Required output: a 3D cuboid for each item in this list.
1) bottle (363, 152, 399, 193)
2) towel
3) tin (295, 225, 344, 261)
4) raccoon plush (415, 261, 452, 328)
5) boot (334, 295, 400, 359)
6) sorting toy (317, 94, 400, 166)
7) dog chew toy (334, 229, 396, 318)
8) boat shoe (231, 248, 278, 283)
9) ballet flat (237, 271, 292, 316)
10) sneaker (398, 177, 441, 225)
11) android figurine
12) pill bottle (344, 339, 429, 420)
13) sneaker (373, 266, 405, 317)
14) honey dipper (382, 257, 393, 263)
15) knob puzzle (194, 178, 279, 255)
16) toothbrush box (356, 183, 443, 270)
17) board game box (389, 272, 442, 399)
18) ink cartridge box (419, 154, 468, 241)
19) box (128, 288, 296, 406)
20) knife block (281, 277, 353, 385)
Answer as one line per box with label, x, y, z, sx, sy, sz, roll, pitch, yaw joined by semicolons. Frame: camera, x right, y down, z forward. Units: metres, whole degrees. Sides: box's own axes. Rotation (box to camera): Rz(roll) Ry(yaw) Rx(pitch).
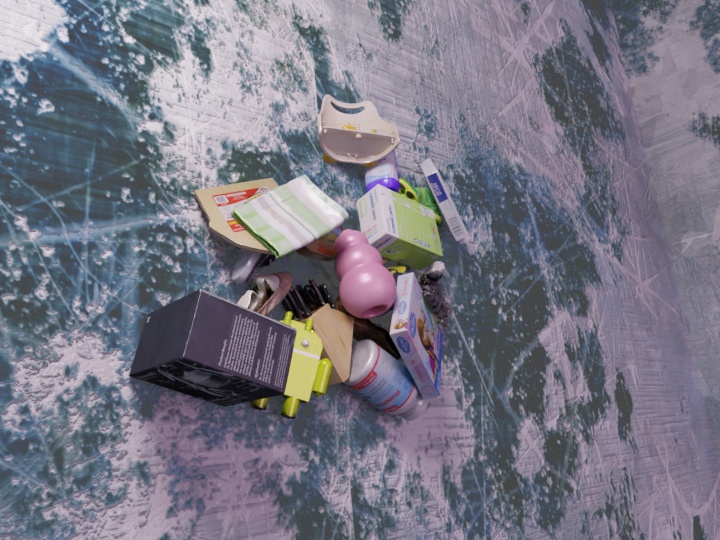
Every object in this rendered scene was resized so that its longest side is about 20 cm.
bottle;0.048;-0.281;1.636;0.065;0.083;0.201;31;49;-57
towel;-0.136;-0.113;1.292;0.149;0.031;0.200;40;46;18
tin;-0.096;-0.081;1.423;0.200;0.042;0.113;17;58;-59
raccoon plush;0.189;0.069;1.571;0.134;0.200;0.097;33;69;-5
boot;0.021;0.129;1.463;0.200;0.075;0.074;51;45;-15
sorting toy;-0.022;-0.357;1.585;0.199;0.107;0.181;4;57;-17
dog chew toy;0.000;0.000;1.403;0.124;0.124;0.201;4;57;-43
boat shoe;-0.196;-0.040;1.329;0.068;0.072;0.200;43;43;-22
ballet flat;-0.198;0.054;1.280;0.200;0.068;0.067;-60;147;-40
sneaker;0.141;-0.186;1.706;0.200;0.074;0.084;36;44;-42
android figurine;-0.144;0.182;1.275;0.181;0.041;0.201;22;69;-15
pill bottle;0.057;0.247;1.430;0.200;0.109;0.109;40;51;-26
sneaker;0.067;0.063;1.514;0.200;0.074;0.083;-51;138;-55
honey dipper;0.026;-0.002;1.551;0.200;0.038;0.038;-35;100;-49
knob puzzle;-0.209;-0.097;1.290;0.218;0.031;0.220;12;44;-12
toothbrush box;0.097;-0.103;1.601;0.199;0.086;0.146;20;50;-39
board game box;0.129;0.142;1.442;0.200;0.041;0.200;-78;146;-52
ink cartridge box;0.221;-0.199;1.752;0.200;0.040;0.200;61;11;-18
box;-0.251;0.140;1.110;0.196;0.200;0.125;29;57;-33
knife block;-0.100;0.123;1.359;0.175;0.064;0.201;24;60;-35
